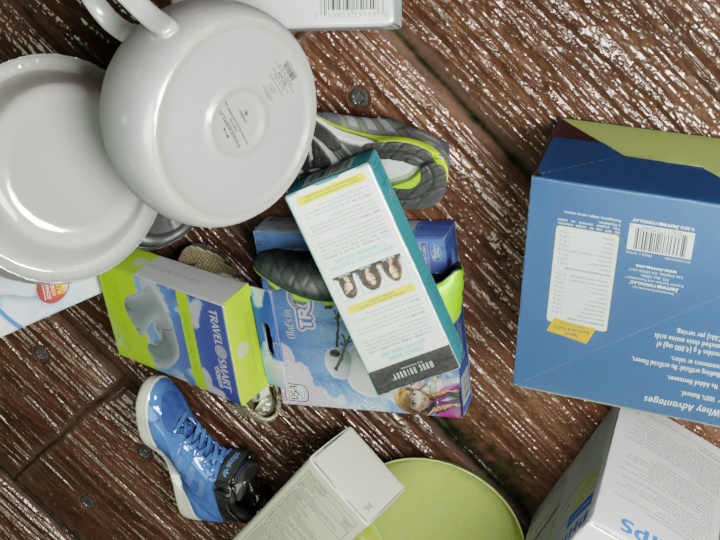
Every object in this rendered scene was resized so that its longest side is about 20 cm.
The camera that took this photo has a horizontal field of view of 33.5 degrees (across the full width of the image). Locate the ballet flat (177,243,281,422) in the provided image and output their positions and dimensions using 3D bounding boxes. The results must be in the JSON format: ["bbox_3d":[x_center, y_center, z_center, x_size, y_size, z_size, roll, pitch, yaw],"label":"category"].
[{"bbox_3d":[-0.125,0.066,1.226,0.075,0.067,0.201,17,130,67],"label":"ballet flat"}]

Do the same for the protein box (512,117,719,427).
[{"bbox_3d":[0.243,-0.001,1.016,0.197,0.135,0.201,10,121,16],"label":"protein box"}]

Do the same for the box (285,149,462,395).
[{"bbox_3d":[0.015,0.003,1.047,0.082,0.049,0.201,-20,107,16],"label":"box"}]

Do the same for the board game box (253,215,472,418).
[{"bbox_3d":[0.004,0.046,1.191,0.197,0.043,0.202,2,118,21],"label":"board game box"}]

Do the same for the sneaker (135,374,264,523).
[{"bbox_3d":[-0.168,0.199,1.321,0.110,0.077,0.201,1,122,27],"label":"sneaker"}]

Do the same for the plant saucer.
[{"bbox_3d":[0.084,0.278,1.297,0.198,0.031,0.201,10,121,17],"label":"plant saucer"}]

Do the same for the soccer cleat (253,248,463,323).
[{"bbox_3d":[0.000,0.000,1.110,0.198,0.068,0.082,15,111,5],"label":"soccer cleat"}]

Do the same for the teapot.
[{"bbox_3d":[-0.145,-0.140,0.996,0.146,0.196,0.202,25,110,43],"label":"teapot"}]

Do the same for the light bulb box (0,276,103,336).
[{"bbox_3d":[-0.375,-0.047,1.166,0.124,0.199,0.200,23,129,42],"label":"light bulb box"}]

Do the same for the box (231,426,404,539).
[{"bbox_3d":[-0.051,0.266,1.286,0.095,0.078,0.200,48,130,8],"label":"box"}]

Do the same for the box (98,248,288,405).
[{"bbox_3d":[-0.168,0.053,1.179,0.199,0.048,0.123,17,130,33],"label":"box"}]

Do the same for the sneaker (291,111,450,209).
[{"bbox_3d":[-0.009,-0.110,1.085,0.199,0.081,0.074,19,116,12],"label":"sneaker"}]

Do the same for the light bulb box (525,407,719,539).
[{"bbox_3d":[0.237,0.263,1.127,0.124,0.200,0.199,29,125,4],"label":"light bulb box"}]

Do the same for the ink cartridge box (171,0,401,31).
[{"bbox_3d":[-0.065,-0.293,1.018,0.198,0.044,0.175,1,97,13],"label":"ink cartridge box"}]

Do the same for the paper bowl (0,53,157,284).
[{"bbox_3d":[-0.268,-0.089,1.049,0.201,0.200,0.104,59,154,-16],"label":"paper bowl"}]

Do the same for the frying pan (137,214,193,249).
[{"bbox_3d":[-0.211,-0.108,1.156,0.031,0.114,0.191,28,140,57],"label":"frying pan"}]
